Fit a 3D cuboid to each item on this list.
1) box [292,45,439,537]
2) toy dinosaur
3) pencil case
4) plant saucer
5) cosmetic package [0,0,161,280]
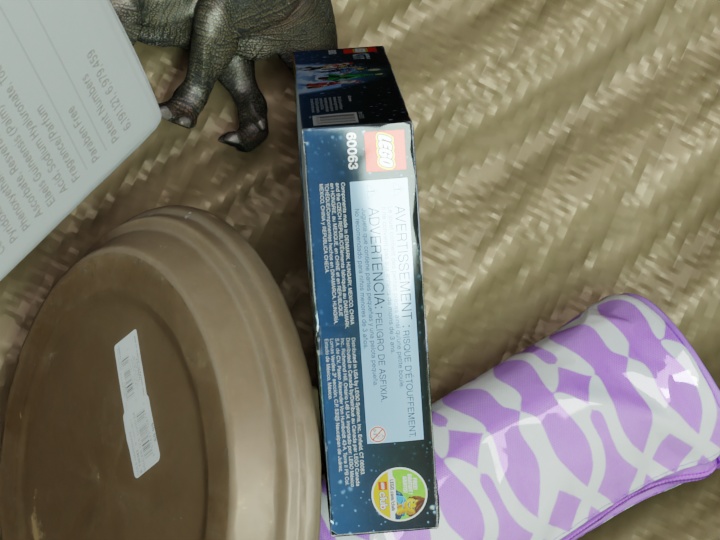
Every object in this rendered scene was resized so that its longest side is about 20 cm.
[{"bbox_3d":[0.000,0.000,1.017,0.038,0.200,0.137,-5,102,-1],"label":"box"},{"bbox_3d":[-0.065,-0.108,1.103,0.200,0.077,0.103,20,90,-5],"label":"toy dinosaur"},{"bbox_3d":[0.047,0.088,1.090,0.200,0.084,0.086,-33,69,-16],"label":"pencil case"},{"bbox_3d":[-0.078,0.076,1.005,0.029,0.200,0.201,4,79,-33],"label":"plant saucer"},{"bbox_3d":[-0.209,-0.069,0.984,0.167,0.166,0.200,34,72,30],"label":"cosmetic package"}]
